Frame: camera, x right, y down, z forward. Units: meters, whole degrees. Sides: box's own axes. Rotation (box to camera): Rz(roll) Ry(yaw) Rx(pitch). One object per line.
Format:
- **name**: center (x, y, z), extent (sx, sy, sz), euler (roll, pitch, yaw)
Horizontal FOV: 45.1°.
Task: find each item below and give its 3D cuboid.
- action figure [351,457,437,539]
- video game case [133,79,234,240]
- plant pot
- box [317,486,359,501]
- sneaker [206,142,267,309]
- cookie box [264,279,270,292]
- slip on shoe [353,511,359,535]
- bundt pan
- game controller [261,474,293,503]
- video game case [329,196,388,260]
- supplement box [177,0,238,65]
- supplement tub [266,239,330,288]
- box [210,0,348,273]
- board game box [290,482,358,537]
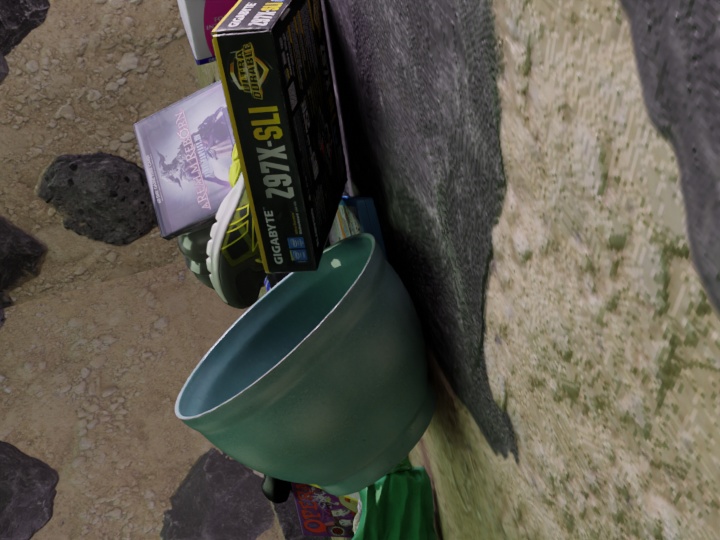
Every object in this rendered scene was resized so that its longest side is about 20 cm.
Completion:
- **action figure**: center (0.032, 0.247, 0.835), extent (0.055, 0.118, 0.201), euler (-98, 6, -66)
- **video game case**: center (-0.143, -0.135, 0.931), extent (0.019, 0.199, 0.143), euler (30, -141, -68)
- **plant pot**: center (-0.025, 0.087, 0.677), extent (0.134, 0.200, 0.200), euler (50, 176, -15)
- **box**: center (-0.063, 0.172, 0.946), extent (0.048, 0.199, 0.118), euler (-41, -43, -52)
- **sneaker**: center (-0.093, -0.050, 0.856), extent (0.074, 0.084, 0.201), euler (-25, -49, -61)
- **cookie box**: center (-0.096, -0.009, 1.177), extent (0.171, 0.075, 0.201), euler (142, 113, -79)
- **slip on shoe**: center (0.054, 0.344, 0.939), extent (0.061, 0.074, 0.201), euler (0, -115, -64)
- **bundt pan**: center (-0.182, -0.065, 1.038), extent (0.202, 0.075, 0.203), euler (162, 90, -90)
- **game controller**: center (-0.098, 0.187, 1.082), extent (0.104, 0.042, 0.201), euler (111, 161, -77)
- **video game case**: center (0.000, 0.000, 0.829), extent (0.200, 0.018, 0.144), euler (-154, 51, -77)
- **supplement box**: center (-0.156, -0.342, 0.943), extent (0.200, 0.101, 0.104), euler (86, 165, -49)
- **supplement tub**: center (-0.091, -0.074, 0.967), extent (0.107, 0.106, 0.201), euler (104, 150, -70)
- **box**: center (-0.057, -0.122, 0.701), extent (0.160, 0.049, 0.201), euler (-78, -17, -55)
- **board game box**: center (-0.026, 0.258, 1.068), extent (0.032, 0.119, 0.201), euler (-71, -22, -51)
